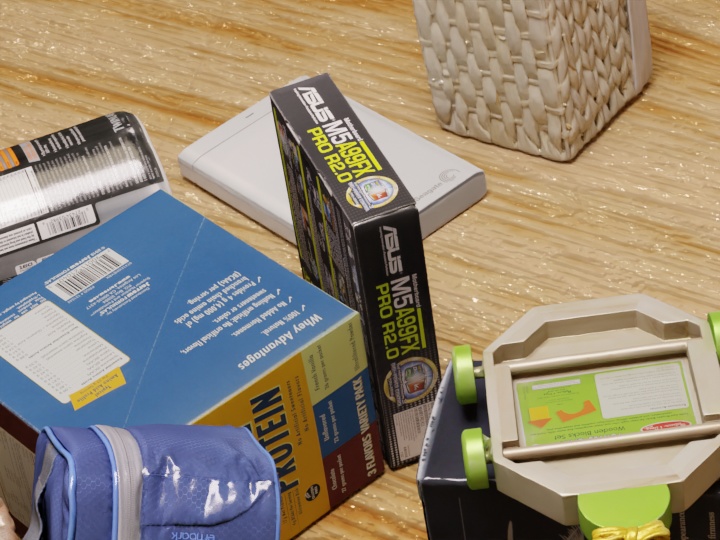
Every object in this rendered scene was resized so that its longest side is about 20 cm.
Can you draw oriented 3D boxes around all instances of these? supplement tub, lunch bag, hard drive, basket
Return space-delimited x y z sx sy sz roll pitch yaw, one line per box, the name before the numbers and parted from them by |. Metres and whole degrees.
supplement tub | -0.233 -0.026 1.598 0.199 0.123 0.123 -19 39 -11
lunch bag | -0.122 0.181 1.210 0.132 0.201 0.136 3 6 -14
hard drive | -0.023 -0.072 1.688 0.132 0.027 0.200 -34 45 -27
basket | 0.122 -0.193 1.676 0.135 0.201 0.123 17 52 30

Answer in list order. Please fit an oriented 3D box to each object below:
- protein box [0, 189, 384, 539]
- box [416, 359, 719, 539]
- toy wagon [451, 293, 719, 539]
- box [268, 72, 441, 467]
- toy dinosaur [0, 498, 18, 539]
protein box | -0.128 0.083 1.430 0.198 0.135 0.200 -33 44 -27
box | 0.142 0.139 1.295 0.199 0.148 0.105 3 40 14
toy wagon | 0.130 0.086 1.214 0.154 0.040 0.200 -8 39 4
box | 0.000 0.000 1.454 0.044 0.201 0.160 -18 38 -11
toy dinosaur | -0.225 0.190 1.357 0.086 0.136 0.200 -32 12 -11
